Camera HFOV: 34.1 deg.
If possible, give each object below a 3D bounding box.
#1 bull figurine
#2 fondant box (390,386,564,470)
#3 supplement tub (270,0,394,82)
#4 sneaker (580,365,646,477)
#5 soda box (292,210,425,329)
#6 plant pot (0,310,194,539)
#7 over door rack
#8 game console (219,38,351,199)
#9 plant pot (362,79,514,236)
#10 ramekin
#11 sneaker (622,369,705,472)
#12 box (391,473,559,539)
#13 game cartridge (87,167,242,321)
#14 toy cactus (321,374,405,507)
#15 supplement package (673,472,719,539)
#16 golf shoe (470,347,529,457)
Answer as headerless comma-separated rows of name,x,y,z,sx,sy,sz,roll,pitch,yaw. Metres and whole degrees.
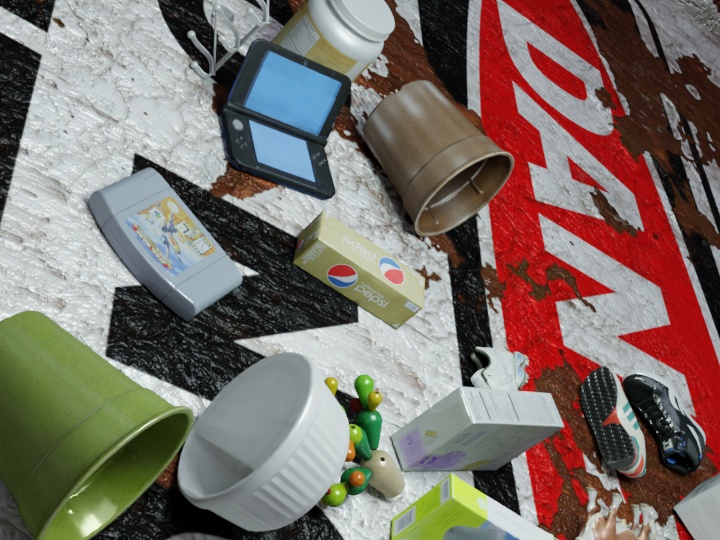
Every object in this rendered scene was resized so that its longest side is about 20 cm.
bull figurine,0.371,0.394,1.739,0.200,0.065,0.122,27,72,-41
fondant box,0.162,0.221,1.617,0.199,0.144,0.058,10,51,-43
supplement tub,-0.053,-0.366,1.897,0.144,0.200,0.145,30,38,-26
sneaker,0.429,0.259,1.967,0.093,0.070,0.200,41,28,-44
soda box,0.000,0.000,1.723,0.200,0.064,0.068,34,37,-22
plant pot,-0.302,0.146,1.157,0.190,0.200,0.200,42,32,13
over door rack,-0.197,-0.404,1.823,0.067,0.148,0.201,38,35,-24
game console,-0.101,-0.227,1.782,0.199,0.118,0.171,16,45,-38
plant pot,0.116,-0.195,1.947,0.200,0.200,0.199,-9,55,-52
ramekin,-0.101,0.198,1.308,0.094,0.202,0.203,47,32,-27
sneaker,0.532,0.269,2.051,0.200,0.073,0.112,45,33,-9
box,0.152,0.349,1.500,0.200,0.122,0.048,34,33,-21
game cartridge,-0.251,-0.035,1.500,0.200,0.042,0.133,50,30,1
toy cactus,-0.006,0.233,1.486,0.165,0.102,0.200,52,26,-31
supplement package,0.675,0.411,1.948,0.147,0.200,0.192,-17,70,-53
golf shoe,0.207,0.195,1.772,0.097,0.078,0.200,21,34,-17
